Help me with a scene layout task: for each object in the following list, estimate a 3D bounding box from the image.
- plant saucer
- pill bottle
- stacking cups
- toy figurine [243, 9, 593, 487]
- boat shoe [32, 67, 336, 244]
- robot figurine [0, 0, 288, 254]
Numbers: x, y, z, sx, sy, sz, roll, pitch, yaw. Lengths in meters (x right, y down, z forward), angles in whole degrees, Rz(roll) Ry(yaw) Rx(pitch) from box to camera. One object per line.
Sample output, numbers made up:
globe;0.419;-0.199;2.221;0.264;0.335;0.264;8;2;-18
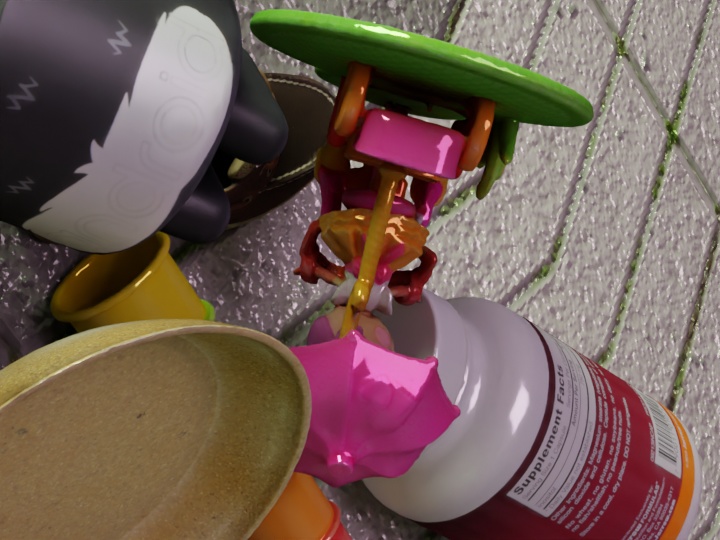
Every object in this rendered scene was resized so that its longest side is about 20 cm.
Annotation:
plant saucer;-0.111;0.085;0.818;0.200;0.200;0.035;1;40;-49
pill bottle;0.069;0.082;1.047;0.200;0.113;0.113;31;57;-39
stacking cups;-0.057;0.073;0.951;0.200;0.060;0.061;55;45;-26
toy figurine;0.000;0.000;0.923;0.150;0.200;0.185;16;88;-6
boat shoe;-0.064;-0.056;0.965;0.200;0.072;0.072;-13;89;-49
robot figurine;-0.126;-0.081;0.802;0.200;0.125;0.151;23;75;-34
